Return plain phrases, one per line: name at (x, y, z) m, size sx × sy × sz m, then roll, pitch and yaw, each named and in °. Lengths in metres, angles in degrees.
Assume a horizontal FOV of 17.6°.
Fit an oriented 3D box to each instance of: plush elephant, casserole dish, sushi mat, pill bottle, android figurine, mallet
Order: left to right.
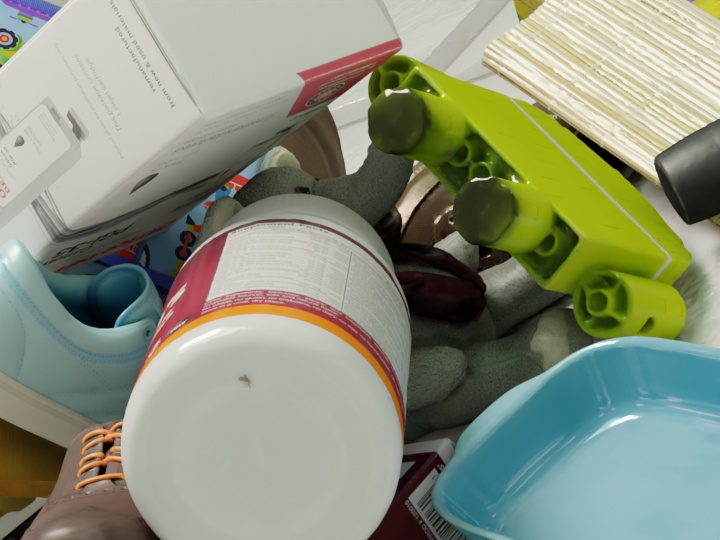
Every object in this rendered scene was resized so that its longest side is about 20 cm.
pill bottle at (-0.034, 0.040, 0.970) m, size 0.109 × 0.110 × 0.200 m, roll -30°, pitch 15°, yaw 12°
plush elephant at (0.000, 0.000, 1.143) m, size 0.200 × 0.155 × 0.165 m, roll -27°, pitch 18°, yaw 19°
android figurine at (0.082, -0.035, 1.082) m, size 0.041 × 0.182 × 0.200 m, roll -50°, pitch -25°, yaw 15°
casserole dish at (0.113, 0.081, 0.890) m, size 0.121 × 0.039 × 0.200 m, roll -40°, pitch 26°, yaw -23°
sushi mat at (0.158, -0.093, 1.185) m, size 0.096 × 0.012 × 0.200 m, roll -40°, pitch 50°, yaw -13°
mallet at (0.199, -0.025, 1.040) m, size 0.066 × 0.041 × 0.200 m, roll -32°, pitch 27°, yaw -6°

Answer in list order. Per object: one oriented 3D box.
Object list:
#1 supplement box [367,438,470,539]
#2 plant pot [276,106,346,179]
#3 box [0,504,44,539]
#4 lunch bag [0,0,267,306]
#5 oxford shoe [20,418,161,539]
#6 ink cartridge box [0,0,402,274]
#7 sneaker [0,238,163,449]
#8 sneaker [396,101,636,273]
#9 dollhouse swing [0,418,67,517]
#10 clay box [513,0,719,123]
supplement box at (-0.037, 0.156, 0.945) m, size 0.109 × 0.061 × 0.200 m, roll -14°, pitch 25°, yaw 51°
plant pot at (-0.093, -0.013, 1.345) m, size 0.200 × 0.200 × 0.175 m, roll -31°, pitch 34°, yaw 9°
box at (-0.166, 0.182, 1.127) m, size 0.200 × 0.051 × 0.158 m, roll -40°, pitch 18°, yaw -23°
lunch bag at (-0.137, -0.050, 1.238) m, size 0.094 × 0.200 × 0.151 m, roll 108°, pitch 177°, yaw -52°
oxford shoe at (-0.109, 0.098, 0.959) m, size 0.071 × 0.073 × 0.200 m, roll -4°, pitch -2°, yaw 0°
ink cartridge box at (-0.100, -0.075, 1.081) m, size 0.146 × 0.083 × 0.200 m, roll -26°, pitch -7°, yaw -47°
sneaker at (-0.106, 0.044, 1.074) m, size 0.082 × 0.200 × 0.074 m, roll -49°, pitch 48°, yaw 13°
sneaker at (0.088, -0.046, 1.262) m, size 0.200 × 0.071 × 0.076 m, roll -38°, pitch 21°, yaw -12°
dollhouse swing at (-0.192, 0.123, 1.176) m, size 0.200 × 0.176 × 0.182 m, roll -36°, pitch 44°, yaw 23°
clay box at (0.170, -0.146, 1.264) m, size 0.115 × 0.048 × 0.200 m, roll -36°, pitch 48°, yaw -13°
